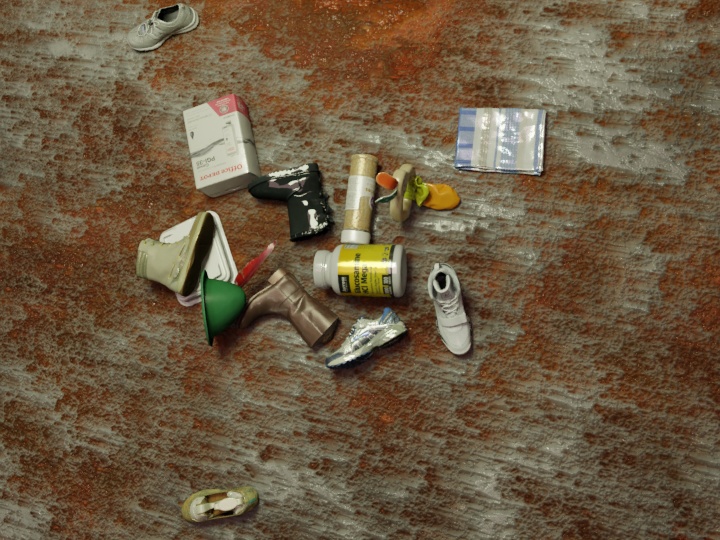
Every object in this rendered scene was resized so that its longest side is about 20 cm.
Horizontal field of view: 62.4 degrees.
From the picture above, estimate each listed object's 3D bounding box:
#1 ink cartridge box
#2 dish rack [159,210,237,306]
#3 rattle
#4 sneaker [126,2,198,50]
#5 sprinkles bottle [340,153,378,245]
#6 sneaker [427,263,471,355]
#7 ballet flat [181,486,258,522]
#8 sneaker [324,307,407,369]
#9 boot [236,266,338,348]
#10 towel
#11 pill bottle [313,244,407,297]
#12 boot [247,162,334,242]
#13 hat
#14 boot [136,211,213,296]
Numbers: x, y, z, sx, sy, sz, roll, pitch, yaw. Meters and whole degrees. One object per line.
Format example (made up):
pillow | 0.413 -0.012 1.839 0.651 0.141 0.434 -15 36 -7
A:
ink cartridge box | -0.333 -0.300 1.440 0.143 0.083 0.205 -15 80 10
dish rack | -0.402 -0.032 1.446 0.169 0.044 0.204 -23 78 10
rattle | 0.120 -0.157 1.259 0.141 0.200 0.132 31 91 14
sneaker | -0.518 -0.635 1.522 0.196 0.082 0.076 -22 79 9
sprinkles bottle | -0.001 -0.158 1.355 0.067 0.068 0.205 5 85 13
sneaker | 0.186 0.079 1.261 0.073 0.115 0.205 -14 81 11
ballet flat | -0.330 0.533 1.351 0.196 0.071 0.072 -14 81 11
sneaker | 0.004 0.152 1.324 0.197 0.077 0.086 -28 68 1
boot | -0.166 0.122 1.369 0.200 0.064 0.187 42 96 9
towel | 0.311 -0.291 1.323 0.195 0.024 0.151 6 84 14
pill bottle | 0.000 0.000 1.314 0.195 0.112 0.115 0 83 13
boot | -0.162 -0.149 1.393 0.194 0.073 0.166 -14 84 10
hat | -0.266 0.069 1.352 0.172 0.202 0.168 -5 50 -10
boot | -0.439 -0.058 1.401 0.152 0.072 0.204 18 87 17
